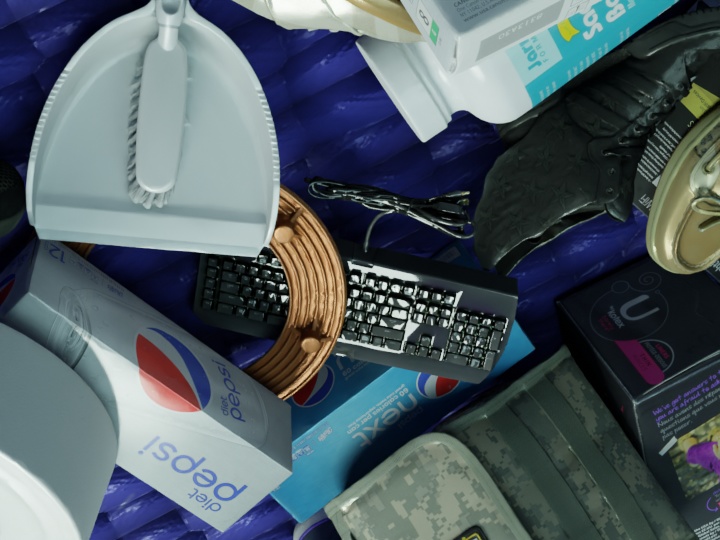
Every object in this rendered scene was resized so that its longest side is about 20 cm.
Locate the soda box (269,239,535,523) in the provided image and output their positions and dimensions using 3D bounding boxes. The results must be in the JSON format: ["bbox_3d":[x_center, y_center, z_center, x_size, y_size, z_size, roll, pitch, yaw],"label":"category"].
[{"bbox_3d":[0.012,0.075,0.959,0.199,0.064,0.068,-37,130,4],"label":"soda box"}]

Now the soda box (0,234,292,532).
[{"bbox_3d":[-0.132,0.068,0.844,0.068,0.064,0.199,-40,118,22],"label":"soda box"}]

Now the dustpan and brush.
[{"bbox_3d":[-0.106,-0.113,0.775,0.137,0.057,0.203,4,91,-9],"label":"dustpan and brush"}]

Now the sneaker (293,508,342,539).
[{"bbox_3d":[0.052,0.241,1.036,0.198,0.147,0.081,11,118,-28],"label":"sneaker"}]

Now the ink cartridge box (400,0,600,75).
[{"bbox_3d":[0.063,-0.218,0.720,0.160,0.201,0.050,-28,164,-12],"label":"ink cartridge box"}]

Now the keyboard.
[{"bbox_3d":[0.000,0.000,0.877,0.197,0.021,0.129,11,117,-1],"label":"keyboard"}]

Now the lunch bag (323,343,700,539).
[{"bbox_3d":[0.094,0.173,0.946,0.199,0.165,0.118,-30,171,-29],"label":"lunch bag"}]

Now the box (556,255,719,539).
[{"bbox_3d":[0.226,0.105,1.036,0.105,0.123,0.202,-24,128,-6],"label":"box"}]

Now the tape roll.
[{"bbox_3d":[-0.240,0.103,0.801,0.199,0.071,0.204,9,140,8],"label":"tape roll"}]

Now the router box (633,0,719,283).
[{"bbox_3d":[0.257,-0.085,0.963,0.157,0.052,0.199,-46,128,12],"label":"router box"}]

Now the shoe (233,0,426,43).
[{"bbox_3d":[-0.044,-0.165,0.733,0.198,0.070,0.054,26,134,-12],"label":"shoe"}]

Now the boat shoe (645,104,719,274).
[{"bbox_3d":[0.251,-0.074,0.892,0.073,0.063,0.201,16,116,-32],"label":"boat shoe"}]

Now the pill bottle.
[{"bbox_3d":[0.096,-0.159,0.805,0.199,0.111,0.111,-36,129,3],"label":"pill bottle"}]

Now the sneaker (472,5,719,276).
[{"bbox_3d":[0.153,-0.076,0.871,0.198,0.106,0.060,-20,167,20],"label":"sneaker"}]

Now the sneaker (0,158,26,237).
[{"bbox_3d":[-0.250,-0.084,0.727,0.198,0.077,0.115,22,118,-28],"label":"sneaker"}]

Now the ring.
[{"bbox_3d":[-0.106,0.021,0.864,0.197,0.019,0.203,-1,125,-2],"label":"ring"}]
